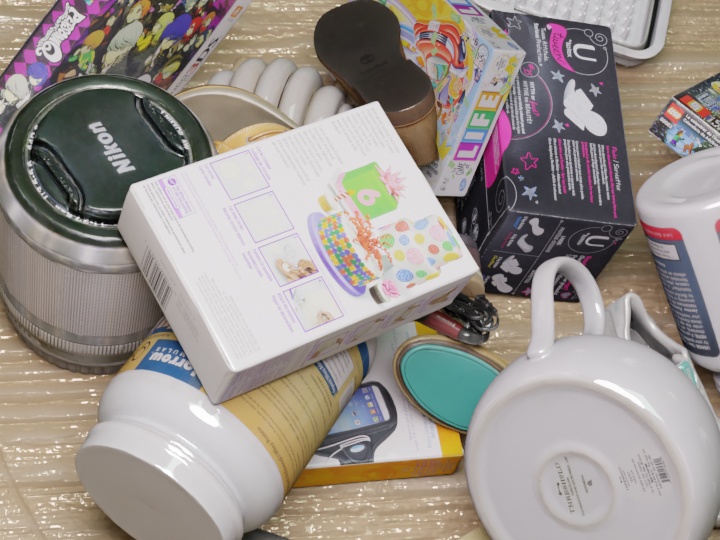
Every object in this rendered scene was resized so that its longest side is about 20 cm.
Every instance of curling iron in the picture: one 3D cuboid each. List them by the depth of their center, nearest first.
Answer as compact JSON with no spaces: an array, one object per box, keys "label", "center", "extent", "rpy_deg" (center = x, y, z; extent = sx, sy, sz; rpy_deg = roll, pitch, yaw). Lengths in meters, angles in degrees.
[{"label":"curling iron","center":[0.015,0.012,1.194],"extent":[0.199,0.026,0.050],"rpy_deg":[20,26,19]}]

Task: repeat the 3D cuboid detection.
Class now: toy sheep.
[{"label":"toy sheep","center":[-0.064,-0.111,1.287],"extent":[0.198,0.138,0.139],"rpy_deg":[6,56,12]}]

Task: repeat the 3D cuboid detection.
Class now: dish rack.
[{"label":"dish rack","center":[0.196,-0.276,1.497],"extent":[0.198,0.044,0.173],"rpy_deg":[18,56,-2]}]

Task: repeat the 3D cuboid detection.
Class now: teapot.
[{"label":"teapot","center":[0.176,0.123,1.132],"extent":[0.196,0.201,0.146],"rpy_deg":[29,29,16]}]

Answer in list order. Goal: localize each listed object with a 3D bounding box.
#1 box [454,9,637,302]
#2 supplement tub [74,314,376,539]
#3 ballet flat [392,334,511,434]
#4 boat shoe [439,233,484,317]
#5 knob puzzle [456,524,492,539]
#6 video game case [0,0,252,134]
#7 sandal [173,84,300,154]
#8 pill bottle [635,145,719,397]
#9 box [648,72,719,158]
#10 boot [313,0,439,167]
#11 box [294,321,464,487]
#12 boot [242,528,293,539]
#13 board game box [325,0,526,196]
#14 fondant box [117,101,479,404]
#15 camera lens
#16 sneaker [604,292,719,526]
[{"label":"box","center":[0.148,-0.094,1.322],"extent":[0.114,0.132,0.202],"rpy_deg":[7,58,-13]},{"label":"supplement tub","center":[-0.092,0.089,1.099],"extent":[0.144,0.145,0.200],"rpy_deg":[31,56,7]},{"label":"ballet flat","center":[0.103,0.097,1.214],"extent":[0.199,0.069,0.063],"rpy_deg":[30,18,-22]},{"label":"boat shoe","center":[0.000,0.000,1.260],"extent":[0.198,0.072,0.065],"rpy_deg":[-1,48,5]},{"label":"knob puzzle","center":[0.168,0.249,1.175],"extent":[0.218,0.030,0.222],"rpy_deg":[11,59,-18]},{"label":"video game case","center":[-0.183,-0.168,1.211],"extent":[0.036,0.200,0.182],"rpy_deg":[44,105,14]},{"label":"sandal","center":[-0.067,-0.077,1.200],"extent":[0.199,0.081,0.054],"rpy_deg":[30,14,-1]},{"label":"pill bottle","center":[0.303,0.013,1.254],"extent":[0.119,0.119,0.201],"rpy_deg":[-33,113,-28]},{"label":"box","center":[0.340,-0.110,1.374],"extent":[0.136,0.038,0.200],"rpy_deg":[41,28,12]},{"label":"boot","center":[0.014,-0.151,1.274],"extent":[0.073,0.076,0.201],"rpy_deg":[-23,40,-2]},{"label":"box","center":[-0.028,0.104,1.217],"extent":[0.198,0.042,0.120],"rpy_deg":[-4,60,-12]},{"label":"boot","center":[-0.050,0.258,1.098],"extent":[0.198,0.073,0.183],"rpy_deg":[14,43,-12]},{"label":"board game box","center":[0.048,-0.173,1.309],"extent":[0.034,0.135,0.200],"rpy_deg":[-1,36,-34]},{"label":"fondant box","center":[-0.041,-0.016,1.055],"extent":[0.199,0.058,0.145],"rpy_deg":[-22,71,-28]},{"label":"camera lens","center":[-0.190,-0.033,1.165],"extent":[0.158,0.201,0.161],"rpy_deg":[6,58,-10]},{"label":"sneaker","center":[0.250,0.108,1.248],"extent":[0.075,0.089,0.201],"rpy_deg":[-25,68,-26]}]
